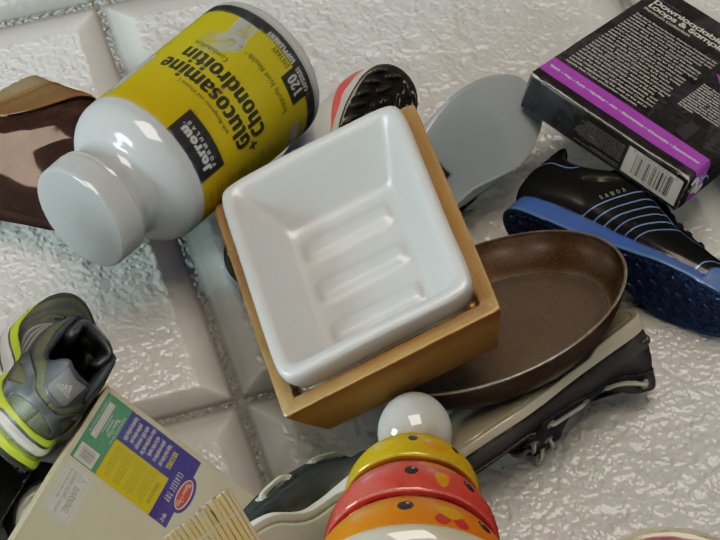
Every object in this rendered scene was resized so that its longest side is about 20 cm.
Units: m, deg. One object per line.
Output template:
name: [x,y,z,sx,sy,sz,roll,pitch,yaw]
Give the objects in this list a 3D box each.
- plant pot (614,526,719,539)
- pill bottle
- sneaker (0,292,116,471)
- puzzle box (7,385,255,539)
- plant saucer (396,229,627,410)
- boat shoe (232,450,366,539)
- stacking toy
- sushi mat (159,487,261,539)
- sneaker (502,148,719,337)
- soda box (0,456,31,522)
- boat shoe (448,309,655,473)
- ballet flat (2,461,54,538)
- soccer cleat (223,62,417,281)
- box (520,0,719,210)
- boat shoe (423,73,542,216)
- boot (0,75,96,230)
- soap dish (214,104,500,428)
plant pot: [0.179,0.256,1.544,0.198,0.180,0.201,1,52,-1]
pill bottle: [-0.128,-0.092,1.804,0.112,0.112,0.200,32,55,22]
sneaker: [-0.195,0.062,1.714,0.081,0.074,0.200,-38,17,16]
puzzle box: [-0.146,0.172,1.628,0.133,0.025,0.200,38,34,-7]
plant saucer: [0.090,0.038,1.763,0.199,0.032,0.201,-17,26,8]
boat shoe: [-0.049,0.173,1.655,0.060,0.076,0.199,7,20,40]
stacking toy: [0.030,0.150,1.614,0.145,0.147,0.201,0,42,-1]
sushi mat: [-0.065,0.240,1.573,0.096,0.012,0.201,-38,104,-28]
sneaker: [0.203,-0.025,1.839,0.199,0.070,0.078,27,60,19]
soda box: [-0.288,0.182,1.650,0.063,0.071,0.201,44,52,-19]
boat shoe: [0.124,0.099,1.738,0.199,0.063,0.072,-33,18,-27]
ballet flat: [-0.180,0.185,1.662,0.073,0.073,0.200,-21,54,-17]
soccer cleat: [-0.035,-0.066,1.879,0.068,0.073,0.200,42,72,-16]
box: [0.228,-0.131,1.906,0.143,0.036,0.200,36,42,19]
boat shoe: [0.054,-0.063,1.867,0.074,0.068,0.200,41,67,-8]
boot: [-0.240,-0.057,1.852,0.166,0.073,0.200,35,55,26]
soap dish: [0.000,0.000,1.719,0.157,0.081,0.201,-27,48,6]
